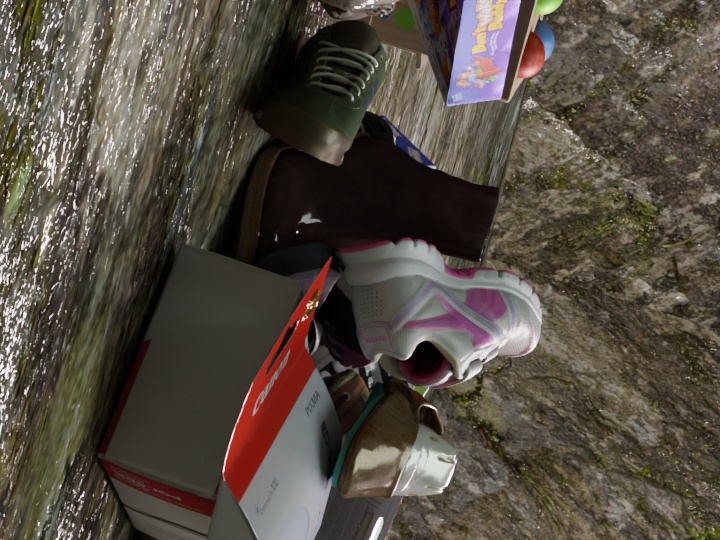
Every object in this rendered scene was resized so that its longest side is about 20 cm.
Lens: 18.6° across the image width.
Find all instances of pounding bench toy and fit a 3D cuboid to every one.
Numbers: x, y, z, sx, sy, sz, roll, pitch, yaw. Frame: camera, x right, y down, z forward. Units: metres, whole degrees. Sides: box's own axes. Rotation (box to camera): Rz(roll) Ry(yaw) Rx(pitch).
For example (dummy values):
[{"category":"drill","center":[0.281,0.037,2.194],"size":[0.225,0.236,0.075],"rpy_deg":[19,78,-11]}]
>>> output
[{"category":"pounding bench toy","center":[0.097,-0.260,1.790],"size":[0.124,0.155,0.201],"rpy_deg":[-55,161,-69]}]

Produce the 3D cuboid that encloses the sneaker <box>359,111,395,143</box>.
[{"category":"sneaker","center":[-0.020,-0.030,1.775],"size":[0.079,0.074,0.201],"rpy_deg":[106,4,-62]}]

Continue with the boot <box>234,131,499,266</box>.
[{"category":"boot","center":[0.008,-0.040,1.553],"size":[0.200,0.165,0.073],"rpy_deg":[-61,166,-61]}]

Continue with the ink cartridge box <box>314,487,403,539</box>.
[{"category":"ink cartridge box","center":[-0.001,0.204,1.612],"size":[0.163,0.057,0.200],"rpy_deg":[-67,-160,-3]}]

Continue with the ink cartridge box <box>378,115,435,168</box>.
[{"category":"ink cartridge box","center":[0.005,-0.023,1.898],"size":[0.094,0.044,0.201],"rpy_deg":[48,-46,46]}]

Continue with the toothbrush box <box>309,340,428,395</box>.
[{"category":"toothbrush box","center":[-0.022,0.120,1.788],"size":[0.201,0.086,0.146],"rpy_deg":[-58,-172,14]}]

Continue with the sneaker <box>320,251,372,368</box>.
[{"category":"sneaker","center":[0.000,0.000,1.621],"size":[0.200,0.086,0.081],"rpy_deg":[-125,-159,-60]}]

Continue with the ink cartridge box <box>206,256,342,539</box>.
[{"category":"ink cartridge box","center":[-0.044,0.114,1.316],"size":[0.160,0.047,0.201],"rpy_deg":[-59,167,-58]}]

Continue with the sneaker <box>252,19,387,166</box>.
[{"category":"sneaker","center":[-0.022,-0.128,1.477],"size":[0.090,0.067,0.200],"rpy_deg":[-64,-178,8]}]

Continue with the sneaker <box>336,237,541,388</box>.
[{"category":"sneaker","center":[0.054,0.041,1.513],"size":[0.200,0.081,0.089],"rpy_deg":[18,70,-48]}]

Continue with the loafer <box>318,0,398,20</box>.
[{"category":"loafer","center":[0.001,-0.200,1.540],"size":[0.200,0.072,0.063],"rpy_deg":[-64,176,-70]}]

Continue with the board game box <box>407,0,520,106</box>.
[{"category":"board game box","center":[0.064,-0.241,1.614],"size":[0.135,0.045,0.201],"rpy_deg":[98,-21,-52]}]

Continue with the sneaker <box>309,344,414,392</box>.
[{"category":"sneaker","center":[-0.054,0.100,1.621],"size":[0.199,0.081,0.076],"rpy_deg":[-21,113,-37]}]

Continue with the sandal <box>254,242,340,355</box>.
[{"category":"sandal","center":[-0.056,0.036,1.526],"size":[0.200,0.076,0.043],"rpy_deg":[109,-33,-71]}]

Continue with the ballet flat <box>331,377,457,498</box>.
[{"category":"ballet flat","center":[0.028,0.116,1.440],"size":[0.200,0.072,0.068],"rpy_deg":[-42,156,-84]}]

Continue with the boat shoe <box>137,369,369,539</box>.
[{"category":"boat shoe","center":[-0.075,0.134,1.529],"size":[0.199,0.068,0.072],"rpy_deg":[-27,-167,-27]}]

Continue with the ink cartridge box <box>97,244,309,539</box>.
[{"category":"ink cartridge box","center":[-0.094,0.091,1.396],"size":[0.200,0.082,0.147],"rpy_deg":[88,21,-70]}]
